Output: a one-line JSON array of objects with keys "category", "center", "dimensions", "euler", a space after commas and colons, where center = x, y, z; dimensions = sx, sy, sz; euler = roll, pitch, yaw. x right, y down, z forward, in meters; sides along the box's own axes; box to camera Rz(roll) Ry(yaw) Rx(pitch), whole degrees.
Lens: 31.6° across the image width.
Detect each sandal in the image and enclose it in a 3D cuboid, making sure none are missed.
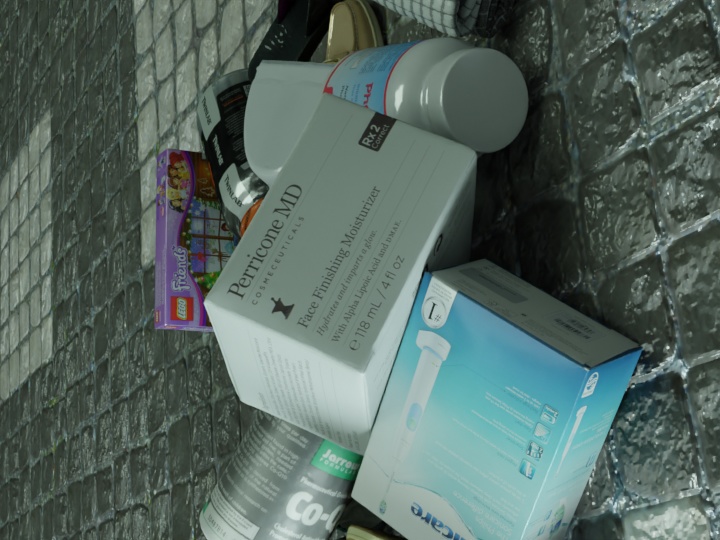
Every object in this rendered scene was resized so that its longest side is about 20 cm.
[{"category": "sandal", "center": [-0.058, -0.276, 1.307], "dimensions": [0.075, 0.048, 0.201], "euler": [21, 83, 36]}]

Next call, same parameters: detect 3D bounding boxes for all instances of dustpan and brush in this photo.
[{"category": "dustpan and brush", "center": [-0.068, -0.095, 1.213], "dimensions": [0.139, 0.057, 0.200], "euler": [12, 80, 43]}]

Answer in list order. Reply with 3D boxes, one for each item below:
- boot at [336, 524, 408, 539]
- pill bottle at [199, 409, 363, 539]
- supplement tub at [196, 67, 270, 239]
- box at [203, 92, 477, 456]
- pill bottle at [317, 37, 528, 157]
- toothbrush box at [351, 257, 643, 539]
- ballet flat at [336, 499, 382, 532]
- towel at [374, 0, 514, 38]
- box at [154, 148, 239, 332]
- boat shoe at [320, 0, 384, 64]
[{"category": "boot", "center": [-0.007, 0.302, 1.082], "dimensions": [0.200, 0.073, 0.156], "euler": [130, 161, -68]}, {"category": "pill bottle", "center": [-0.049, 0.164, 1.124], "dimensions": [0.200, 0.113, 0.113], "euler": [-60, 32, 7]}, {"category": "supplement tub", "center": [-0.097, -0.109, 1.339], "dimensions": [0.123, 0.122, 0.200], "euler": [-60, 36, 39]}, {"category": "box", "center": [-0.009, 0.009, 0.990], "dimensions": [0.200, 0.131, 0.199], "euler": [84, -149, -64]}, {"category": "pill bottle", "center": [0.052, -0.140, 1.077], "dimensions": [0.200, 0.109, 0.109], "euler": [9, 94, 62]}, {"category": "toothbrush box", "center": [0.095, 0.114, 0.930], "dimensions": [0.146, 0.085, 0.200], "euler": [31, 115, 32]}, {"category": "ballet flat", "center": [-0.040, 0.177, 1.233], "dimensions": [0.200, 0.072, 0.072], "euler": [43, 123, 55]}, {"category": "towel", "center": [0.071, -0.310, 1.059], "dimensions": [0.166, 0.085, 0.200], "euler": [35, 119, 40]}, {"category": "box", "center": [-0.161, -0.030, 1.431], "dimensions": [0.039, 0.137, 0.200], "euler": [-19, 69, 60]}, {"category": "boat shoe", "center": [-0.020, -0.179, 1.259], "dimensions": [0.074, 0.069, 0.200], "euler": [-25, 64, 59]}]
